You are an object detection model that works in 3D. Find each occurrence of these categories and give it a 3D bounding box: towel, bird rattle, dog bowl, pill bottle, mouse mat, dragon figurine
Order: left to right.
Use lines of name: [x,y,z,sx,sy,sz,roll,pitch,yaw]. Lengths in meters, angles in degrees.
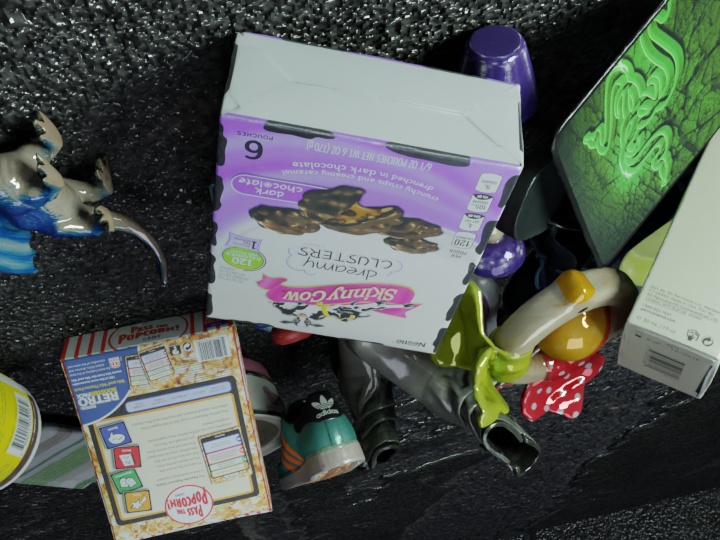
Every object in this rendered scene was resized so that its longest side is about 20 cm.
pill bottle: [-0.355,0.115,0.761,0.109,0.110,0.200,-16,155,5]
dragon figurine: [-0.208,-0.037,0.582,0.099,0.059,0.200,-21,154,15]
towel: [-0.351,0.202,1.052,0.149,0.031,0.200,-30,149,26]
dog bowl: [-0.173,0.154,0.984,0.199,0.074,0.200,-12,155,-6]
bird rattle: [0.156,0.062,0.749,0.199,0.113,0.163,16,132,-42]
mouse mat: [0.194,-0.096,0.622,0.161,0.008,0.200,-50,147,-3]

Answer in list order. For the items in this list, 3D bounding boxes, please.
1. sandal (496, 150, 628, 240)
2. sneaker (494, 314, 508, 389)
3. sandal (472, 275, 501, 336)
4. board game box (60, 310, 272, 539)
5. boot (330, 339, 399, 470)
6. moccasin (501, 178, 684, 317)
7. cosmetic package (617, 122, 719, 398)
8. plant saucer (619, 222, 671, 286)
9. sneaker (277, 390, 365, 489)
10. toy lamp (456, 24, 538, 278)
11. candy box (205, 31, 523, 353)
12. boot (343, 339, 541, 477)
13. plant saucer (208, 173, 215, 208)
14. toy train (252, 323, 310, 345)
sandal: [0.158,-0.054,0.660,0.200,0.048,0.076,-24,136,-52]
sneaker: [0.133,0.099,1.032,0.097,0.071,0.200,-2,154,-29]
sandal: [0.094,0.058,0.913,0.050,0.082,0.203,-48,153,-22]
board game box: [-0.172,0.144,0.853,0.151,0.046,0.201,-10,113,-7]
boot: [0.017,0.118,0.920,0.067,0.131,0.200,-10,155,-10]
moccasin: [0.183,-0.029,0.807,0.068,0.081,0.200,11,131,-37]
cosmetic package: [0.274,-0.014,0.725,0.071,0.201,0.105,23,164,20]
plant saucer: [0.341,-0.043,0.895,0.199,0.031,0.200,-12,155,-6]
sneaker: [-0.046,0.170,0.942,0.071,0.080,0.200,-12,165,-21]
toy lamp: [0.091,-0.074,0.632,0.058,0.058,0.200,-13,140,-2]
candy box: [-0.007,-0.038,0.590,0.167,0.072,0.200,9,143,-6]
boot: [0.081,0.102,0.814,0.068,0.131,0.200,-50,132,2]
plant saucer: [-0.009,-0.067,0.676,0.199,0.019,0.070,-10,155,-8]
toy train: [0.000,0.000,0.764,0.199,0.085,0.116,-17,172,-12]
